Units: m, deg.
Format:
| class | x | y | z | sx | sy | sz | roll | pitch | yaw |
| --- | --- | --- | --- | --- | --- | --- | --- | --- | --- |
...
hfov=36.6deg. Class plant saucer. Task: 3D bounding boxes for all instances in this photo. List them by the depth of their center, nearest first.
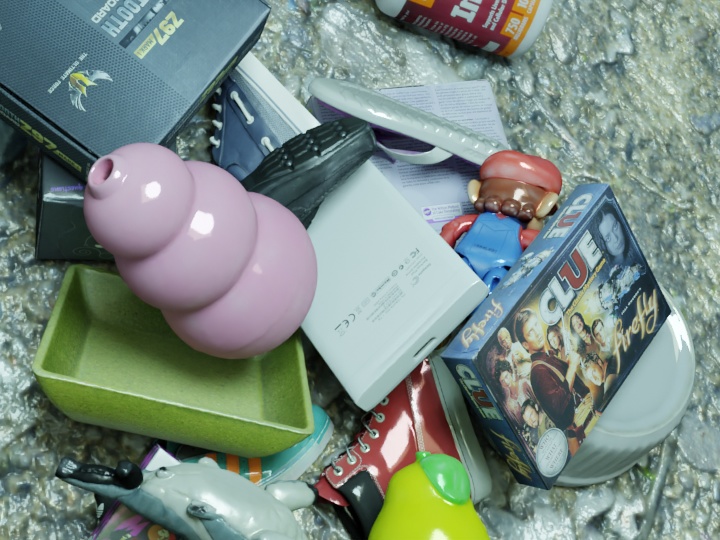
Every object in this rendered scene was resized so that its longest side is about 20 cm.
| class | x | y | z | sx | sy | sz | roll | pitch | yaw |
| --- | --- | --- | --- | --- | --- | --- | --- | --- | --- |
| plant saucer | -0.141 | 0.074 | 0.831 | 0.197 | 0.200 | 0.048 | 15 | 109 | -12 |

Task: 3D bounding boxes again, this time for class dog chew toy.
| class | x | y | z | sx | sy | sz | roll | pitch | yaw |
| --- | --- | --- | --- | --- | --- | --- | --- | --- | --- |
| dog chew toy | -0.116 | -0.019 | 0.770 | 0.200 | 0.123 | 0.126 | 42 | 51 | -48 |

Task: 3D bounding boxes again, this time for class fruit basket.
| class | x | y | z | sx | sy | sz | roll | pitch | yaw |
| --- | --- | --- | --- | --- | --- | --- | --- | --- | --- |
| fruit basket | 0.057 | 0.247 | 0.788 | 0.154 | 0.216 | 0.217 | 32 | 63 | -3 |

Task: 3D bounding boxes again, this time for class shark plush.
| class | x | y | z | sx | sy | sz | roll | pitch | yaw |
| --- | --- | --- | --- | --- | --- | --- | --- | --- | --- |
| shark plush | -0.111 | 0.180 | 0.734 | 0.198 | 0.084 | 0.091 | 22 | 20 | -21 |

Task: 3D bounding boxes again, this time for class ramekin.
| class | x | y | z | sx | sy | sz | roll | pitch | yaw |
| --- | --- | --- | --- | --- | --- | --- | --- | --- | --- |
| ramekin | 0.198 | 0.081 | 0.956 | 0.197 | 0.105 | 0.203 | 6 | 68 | -15 |

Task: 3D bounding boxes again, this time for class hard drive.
| class | x | y | z | sx | sy | sz | roll | pitch | yaw |
| --- | --- | --- | --- | --- | --- | --- | --- | --- | --- |
| hard drive | 0.000 | 0.000 | 0.877 | 0.132 | 0.027 | 0.200 | -45 | 48 | 5 |

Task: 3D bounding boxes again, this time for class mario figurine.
| class | x | y | z | sx | sy | sz | roll | pitch | yaw |
| --- | --- | --- | --- | --- | --- | --- | --- | --- | --- |
| mario figurine | 0.119 | -0.009 | 0.911 | 0.123 | 0.106 | 0.201 | 34 | 60 | -9 |

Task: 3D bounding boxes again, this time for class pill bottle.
| class | x | y | z | sx | sy | sz | roll | pitch | yaw |
| --- | --- | --- | --- | --- | --- | --- | --- | --- | --- |
| pill bottle | 0.084 | -0.290 | 1.063 | 0.198 | 0.113 | 0.114 | 16 | 65 | -11 |

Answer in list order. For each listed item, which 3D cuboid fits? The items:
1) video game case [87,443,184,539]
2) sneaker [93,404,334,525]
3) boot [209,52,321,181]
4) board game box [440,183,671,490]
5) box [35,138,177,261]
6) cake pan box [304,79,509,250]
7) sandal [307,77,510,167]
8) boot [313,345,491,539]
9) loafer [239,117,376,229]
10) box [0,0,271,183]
| class | x | y | z | sx | sy | sz | roll | pitch | yaw |
| --- | --- | --- | --- | --- | --- | --- | --- | --- | --- |
| video game case | -0.131 | 0.258 | 0.774 | 0.181 | 0.036 | 0.201 | 38 | 77 | -11 |
| sneaker | -0.111 | 0.149 | 0.838 | 0.199 | 0.071 | 0.081 | -32 | 98 | -25 |
| boot | -0.110 | -0.141 | 0.965 | 0.090 | 0.073 | 0.200 | -44 | 65 | 2 |
| board game box | 0.158 | 0.048 | 0.844 | 0.200 | 0.034 | 0.136 | -48 | 119 | -28 |
| box | -0.209 | -0.121 | 0.893 | 0.105 | 0.122 | 0.203 | 3 | 69 | -18 |
| cake pan box | 0.058 | -0.080 | 1.006 | 0.198 | 0.052 | 0.186 | -9 | 74 | -21 |
| sandal | 0.044 | -0.115 | 0.958 | 0.200 | 0.083 | 0.050 | 19 | 107 | -12 |
| boot | 0.010 | 0.117 | 0.901 | 0.143 | 0.072 | 0.202 | -16 | 78 | -22 |
| loafer | -0.067 | -0.051 | 0.893 | 0.200 | 0.068 | 0.071 | -35 | 119 | 2 |
| box | -0.184 | -0.172 | 0.823 | 0.157 | 0.051 | 0.201 | 37 | 63 | -3 |
